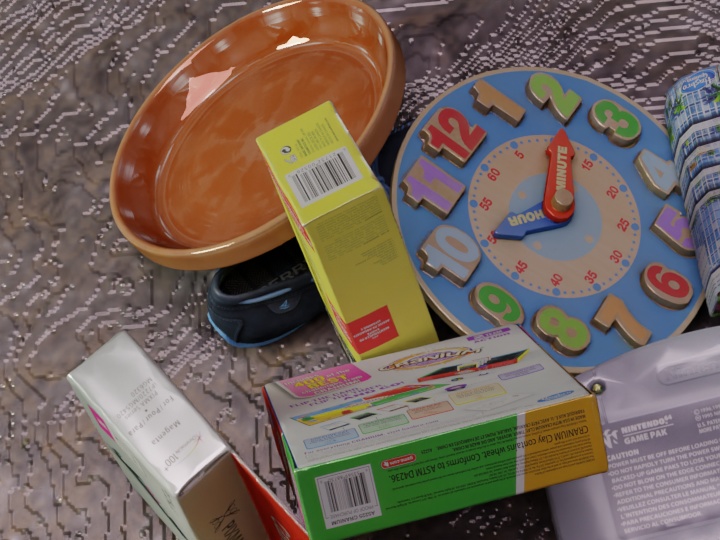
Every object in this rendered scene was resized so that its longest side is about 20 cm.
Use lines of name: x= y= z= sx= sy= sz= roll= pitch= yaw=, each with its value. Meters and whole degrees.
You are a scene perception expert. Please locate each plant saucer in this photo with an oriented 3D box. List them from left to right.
plant saucer: x=-0.059 y=-0.080 z=1.432 sx=0.199 sy=0.032 sz=0.201 roll=-22 pitch=41 yaw=21

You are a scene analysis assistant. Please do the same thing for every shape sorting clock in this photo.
shape sorting clock: x=0.114 y=-0.032 z=1.404 sx=0.198 sy=0.039 sz=0.201 roll=5 pitch=61 yaw=-9

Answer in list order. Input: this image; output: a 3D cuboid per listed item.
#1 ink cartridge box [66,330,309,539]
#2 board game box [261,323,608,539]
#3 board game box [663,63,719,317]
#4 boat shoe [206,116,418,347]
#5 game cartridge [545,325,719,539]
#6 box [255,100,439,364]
ink cartridge box: x=-0.072 y=0.136 z=1.302 sx=0.043 sy=0.200 sz=0.174 roll=-39 pitch=69 yaw=-10
board game box: x=0.033 y=0.080 z=1.249 sx=0.152 sy=0.200 sz=0.041 roll=-14 pitch=100 yaw=-4
board game box: x=0.289 y=-0.042 z=1.375 sx=0.198 sy=0.062 sz=0.201 roll=-8 pitch=55 yaw=-1
boat shoe: x=-0.003 y=-0.026 z=1.428 sx=0.084 sy=0.069 sz=0.200 roll=42 pitch=79 yaw=19
game cartridge: x=0.198 y=0.099 z=1.324 sx=0.198 sy=0.041 sz=0.134 roll=-13 pitch=71 yaw=4
box: x=0.000 y=0.000 z=1.341 sx=0.050 sy=0.200 sz=0.075 roll=-26 pitch=53 yaw=-5
